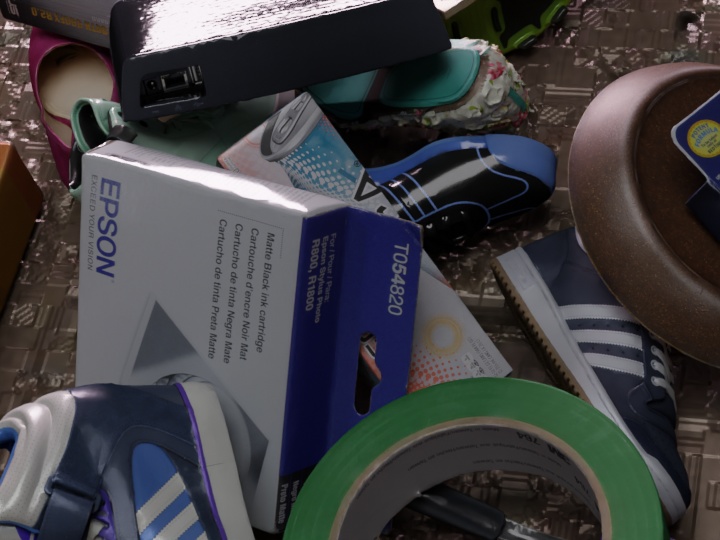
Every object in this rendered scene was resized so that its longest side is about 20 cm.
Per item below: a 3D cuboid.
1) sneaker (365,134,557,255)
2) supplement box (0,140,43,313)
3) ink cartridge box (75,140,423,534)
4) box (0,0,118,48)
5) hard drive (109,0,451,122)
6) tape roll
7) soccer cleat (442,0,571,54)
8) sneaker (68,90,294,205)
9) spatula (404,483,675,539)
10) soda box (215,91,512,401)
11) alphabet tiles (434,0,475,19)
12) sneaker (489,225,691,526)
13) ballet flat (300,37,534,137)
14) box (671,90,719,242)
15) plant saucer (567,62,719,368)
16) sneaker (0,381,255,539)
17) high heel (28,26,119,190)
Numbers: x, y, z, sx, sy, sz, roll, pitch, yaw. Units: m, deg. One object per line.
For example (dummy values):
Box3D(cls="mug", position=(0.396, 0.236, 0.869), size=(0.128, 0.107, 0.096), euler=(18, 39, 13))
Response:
Box3D(cls="sneaker", position=(0.025, -0.025, 1.166), size=(0.199, 0.070, 0.078), euler=(-11, 57, 15))
Box3D(cls="supplement box", position=(-0.266, 0.015, 1.207), size=(0.068, 0.067, 0.201), euler=(4, 59, 16))
Box3D(cls="ink cartridge box", position=(-0.070, 0.044, 1.074), size=(0.199, 0.201, 0.041), euler=(15, 25, 22))
Box3D(cls="box", position=(-0.134, -0.232, 1.320), size=(0.157, 0.049, 0.200), euler=(17, 51, 21))
Box3D(cls="hard drive", position=(-0.055, -0.149, 1.160), size=(0.198, 0.043, 0.135), euler=(-13, 29, -5))
Box3D(cls="tape roll", position=(0.059, 0.150, 0.978), size=(0.199, 0.048, 0.201), euler=(-9, 51, 12))
Box3D(cls="soccer cleat", position=(0.111, -0.202, 1.266), size=(0.199, 0.065, 0.084), euler=(-32, 37, -6))
Box3D(cls="sneaker", position=(-0.113, -0.094, 1.183), size=(0.074, 0.118, 0.201), euler=(-32, 29, 39))
Box3D(cls="spatula", position=(0.091, 0.145, 1.044), size=(0.199, 0.021, 0.057), euler=(19, 71, 13))
Box3D(cls="soda box", position=(0.000, 0.000, 1.097), size=(0.068, 0.064, 0.200), euler=(-37, 90, -8))
Box3D(cls="alphabet tiles", position=(0.053, -0.223, 1.272), size=(0.167, 0.008, 0.200), euler=(-33, 34, -9))
Box3D(cls="sneaker", position=(0.162, 0.043, 1.085), size=(0.108, 0.070, 0.201), euler=(-27, 53, -3))
Box3D(cls="ballet flat", position=(0.032, -0.112, 1.210), size=(0.199, 0.064, 0.076), euler=(19, 82, 52))
Box3D(cls="box", position=(0.265, -0.024, 1.061), size=(0.121, 0.032, 0.200), euler=(-36, 82, -32))
Box3D(cls="plant saucer", position=(0.214, -0.039, 1.088), size=(0.199, 0.035, 0.202), euler=(9, 62, -18))
Box3D(cls="sneaker", position=(-0.131, 0.156, 1.005), size=(0.145, 0.081, 0.201), euler=(-7, 67, -17))
Box3D(cls="high heel", position=(-0.191, -0.119, 1.255), size=(0.067, 0.096, 0.201), euler=(-20, 56, 3))
